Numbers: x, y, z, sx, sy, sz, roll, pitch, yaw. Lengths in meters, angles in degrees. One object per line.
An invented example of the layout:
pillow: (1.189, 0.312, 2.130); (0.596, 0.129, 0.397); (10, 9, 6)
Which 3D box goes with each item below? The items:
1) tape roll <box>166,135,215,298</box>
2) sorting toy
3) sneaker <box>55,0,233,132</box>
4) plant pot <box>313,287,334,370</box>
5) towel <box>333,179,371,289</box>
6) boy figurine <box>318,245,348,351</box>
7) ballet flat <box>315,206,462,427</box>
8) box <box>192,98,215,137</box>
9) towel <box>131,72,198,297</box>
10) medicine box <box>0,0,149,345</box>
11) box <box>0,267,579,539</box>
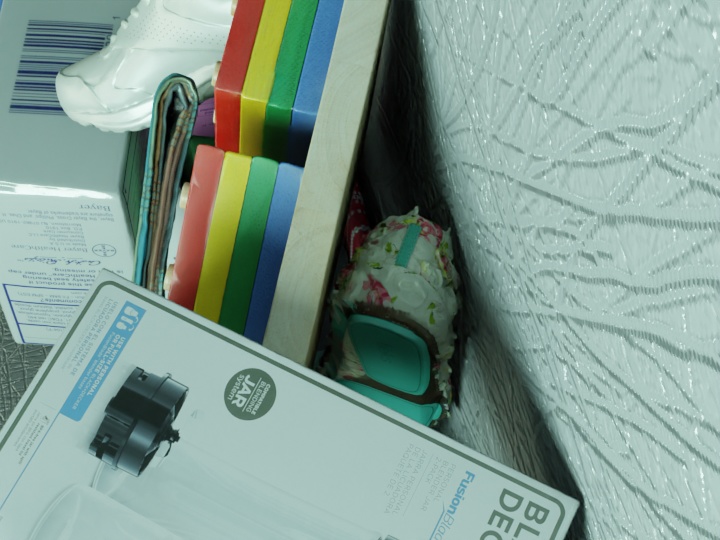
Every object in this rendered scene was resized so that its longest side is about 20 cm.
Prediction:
tape roll: (-0.093, 0.022, 0.917); (0.200, 0.048, 0.203); (-176, 90, -75)
sorting toy: (-0.042, -0.026, 0.716); (0.200, 0.069, 0.201); (103, 179, -70)
sneaker: (-0.100, -0.142, 0.880); (0.078, 0.198, 0.100); (-46, -60, -56)
plant pot: (-0.074, 0.103, 1.098); (0.201, 0.198, 0.190); (92, 180, -63)
towel: (0.000, 0.000, 0.946); (0.145, 0.022, 0.202); (90, 166, -59)
boy figurine: (-0.053, -0.021, 0.993); (0.200, 0.064, 0.126); (-128, 27, -64)
ballet flat: (0.018, 0.032, 0.739); (0.200, 0.075, 0.064); (108, -179, -67)
box: (-0.088, -0.161, 1.088); (0.200, 0.096, 0.178); (94, 163, -67)
towel: (-0.107, -0.015, 0.809); (0.200, 0.021, 0.148); (151, 126, -81)
medicine box: (-0.188, -0.072, 1.042); (0.201, 0.102, 0.184); (93, 180, -59)
box: (-0.033, 0.097, 0.562); (0.117, 0.199, 0.060); (-59, -10, -23)
